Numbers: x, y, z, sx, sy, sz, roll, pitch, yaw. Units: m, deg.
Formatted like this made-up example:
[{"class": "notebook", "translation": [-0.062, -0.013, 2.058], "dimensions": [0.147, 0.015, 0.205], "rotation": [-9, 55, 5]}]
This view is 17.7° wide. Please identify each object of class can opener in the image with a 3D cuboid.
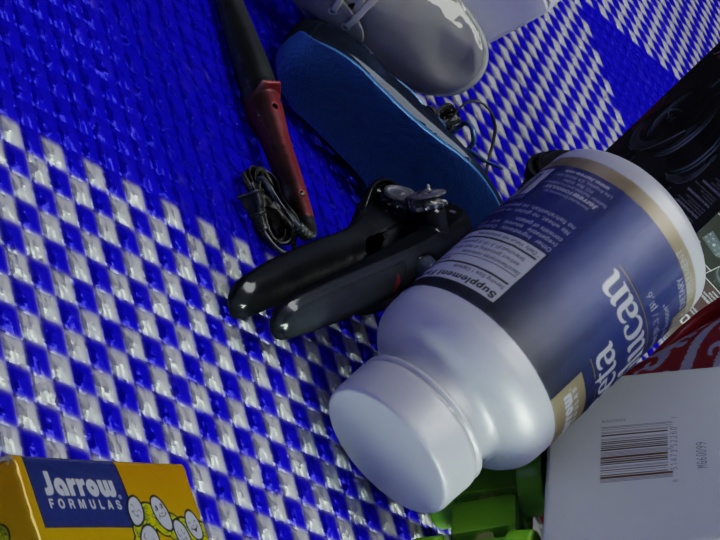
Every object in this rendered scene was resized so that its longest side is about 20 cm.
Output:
[{"class": "can opener", "translation": [0.000, 0.000, 1.227], "dimensions": [0.200, 0.063, 0.079], "rotation": [-26, 126, -61]}]

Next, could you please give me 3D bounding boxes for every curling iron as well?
[{"class": "curling iron", "translation": [-0.057, -0.095, 1.282], "dimensions": [0.050, 0.026, 0.200], "rotation": [39, 31, -49]}]

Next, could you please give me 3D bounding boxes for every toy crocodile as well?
[{"class": "toy crocodile", "translation": [0.068, 0.146, 1.219], "dimensions": [0.200, 0.067, 0.062], "rotation": [-71, 148, -60]}]

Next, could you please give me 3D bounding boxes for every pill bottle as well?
[{"class": "pill bottle", "translation": [0.080, 0.034, 1.215], "dimensions": [0.200, 0.111, 0.111], "rotation": [-41, 105, -27]}]

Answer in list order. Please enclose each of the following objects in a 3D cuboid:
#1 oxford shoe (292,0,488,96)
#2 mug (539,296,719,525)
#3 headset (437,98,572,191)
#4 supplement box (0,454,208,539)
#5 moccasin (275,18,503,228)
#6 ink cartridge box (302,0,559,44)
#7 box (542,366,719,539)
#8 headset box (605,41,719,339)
[{"class": "oxford shoe", "translation": [-0.009, -0.172, 1.379], "dimensions": [0.200, 0.075, 0.058], "rotation": [40, 10, -7]}, {"class": "mug", "translation": [0.215, 0.098, 1.416], "dimensions": [0.133, 0.200, 0.178], "rotation": [61, 22, 1]}, {"class": "headset", "translation": [0.106, -0.026, 1.456], "dimensions": [0.094, 0.124, 0.200], "rotation": [-21, 68, -48]}, {"class": "supplement box", "translation": [-0.096, 0.175, 0.778], "dimensions": [0.109, 0.109, 0.200], "rotation": [12, 52, -62]}, {"class": "moccasin", "translation": [0.030, -0.077, 1.383], "dimensions": [0.200, 0.080, 0.068], "rotation": [53, 19, -22]}, {"class": "ink cartridge box", "translation": [0.065, -0.188, 1.498], "dimensions": [0.084, 0.146, 0.200], "rotation": [61, 23, -7]}, {"class": "box", "translation": [0.165, 0.177, 1.249], "dimensions": [0.152, 0.106, 0.200], "rotation": [-81, 161, -56]}, {"class": "headset box", "translation": [0.233, -0.047, 1.618], "dimensions": [0.077, 0.200, 0.149], "rotation": [45, 5, -32]}]
